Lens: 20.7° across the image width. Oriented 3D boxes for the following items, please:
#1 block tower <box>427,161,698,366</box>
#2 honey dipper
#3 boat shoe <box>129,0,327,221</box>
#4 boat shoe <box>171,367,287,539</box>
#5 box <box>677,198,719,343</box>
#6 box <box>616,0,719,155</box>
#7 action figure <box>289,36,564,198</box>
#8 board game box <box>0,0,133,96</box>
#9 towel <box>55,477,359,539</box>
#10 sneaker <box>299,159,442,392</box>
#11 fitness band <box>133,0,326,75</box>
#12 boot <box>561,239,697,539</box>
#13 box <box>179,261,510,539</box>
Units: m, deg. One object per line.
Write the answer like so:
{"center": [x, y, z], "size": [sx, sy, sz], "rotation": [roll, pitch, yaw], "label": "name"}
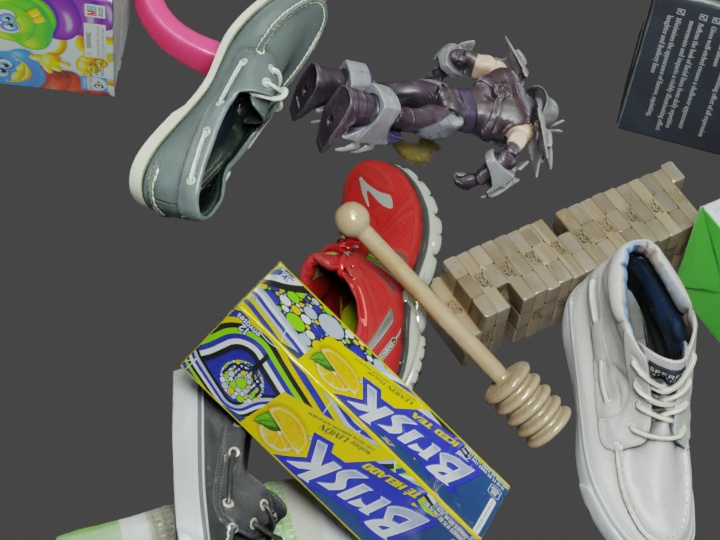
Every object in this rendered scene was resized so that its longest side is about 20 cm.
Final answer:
{"center": [0.142, -0.005, 1.336], "size": [0.200, 0.054, 0.058], "rotation": [-25, 61, -22], "label": "block tower"}
{"center": [0.057, 0.030, 1.253], "size": [0.200, 0.038, 0.038], "rotation": [48, 58, -9], "label": "honey dipper"}
{"center": [-0.076, -0.114, 1.360], "size": [0.062, 0.073, 0.200], "rotation": [26, 70, 36], "label": "boat shoe"}
{"center": [-0.077, 0.140, 1.172], "size": [0.066, 0.070, 0.200], "rotation": [-3, 46, -4], "label": "boat shoe"}
{"center": [0.343, 0.021, 1.312], "size": [0.176, 0.097, 0.200], "rotation": [-23, 59, -22], "label": "box"}
{"center": [0.301, -0.160, 1.407], "size": [0.200, 0.149, 0.107], "rotation": [16, 54, 5], "label": "box"}
{"center": [0.058, -0.114, 1.397], "size": [0.200, 0.069, 0.130], "rotation": [1, 43, -25], "label": "action figure"}
{"center": [-0.267, -0.204, 1.404], "size": [0.200, 0.105, 0.103], "rotation": [6, 54, -1], "label": "board game box"}
{"center": [-0.071, 0.201, 1.182], "size": [0.200, 0.031, 0.149], "rotation": [-11, 54, -12], "label": "towel"}
{"center": [0.000, 0.000, 1.283], "size": [0.085, 0.077, 0.200], "rotation": [30, 45, -32], "label": "sneaker"}
{"center": [-0.091, -0.227, 1.456], "size": [0.143, 0.037, 0.200], "rotation": [22, 54, -14], "label": "fitness band"}
{"center": [0.176, 0.081, 1.235], "size": [0.073, 0.096, 0.200], "rotation": [-5, 66, -17], "label": "boot"}
{"center": [-0.008, 0.095, 1.186], "size": [0.200, 0.064, 0.070], "rotation": [44, 31, -2], "label": "box"}
